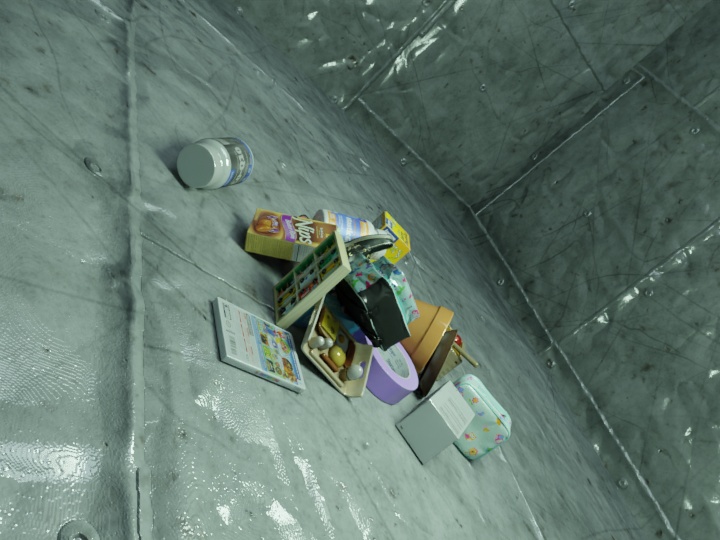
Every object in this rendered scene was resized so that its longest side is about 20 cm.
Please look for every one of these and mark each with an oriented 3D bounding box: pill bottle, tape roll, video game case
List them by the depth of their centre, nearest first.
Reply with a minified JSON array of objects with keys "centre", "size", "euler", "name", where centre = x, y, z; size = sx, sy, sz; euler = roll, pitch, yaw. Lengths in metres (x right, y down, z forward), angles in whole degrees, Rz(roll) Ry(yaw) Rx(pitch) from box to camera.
[{"centre":[-0.190,0.142,1.148],"size":[0.199,0.018,0.144],"euler":[34,24,-41],"name":"video game case"},{"centre":[-0.334,-0.248,1.408],"size":[0.114,0.113,0.200],"euler":[49,19,-2],"name":"pill bottle"},{"centre":[0.055,0.225,1.497],"size":[0.200,0.065,0.201],"euler":[45,18,-19],"name":"tape roll"},{"centre":[-0.030,-0.088,1.619],"size":[0.197,0.113,0.113],"euler":[12,35,-25],"name":"pill bottle"}]

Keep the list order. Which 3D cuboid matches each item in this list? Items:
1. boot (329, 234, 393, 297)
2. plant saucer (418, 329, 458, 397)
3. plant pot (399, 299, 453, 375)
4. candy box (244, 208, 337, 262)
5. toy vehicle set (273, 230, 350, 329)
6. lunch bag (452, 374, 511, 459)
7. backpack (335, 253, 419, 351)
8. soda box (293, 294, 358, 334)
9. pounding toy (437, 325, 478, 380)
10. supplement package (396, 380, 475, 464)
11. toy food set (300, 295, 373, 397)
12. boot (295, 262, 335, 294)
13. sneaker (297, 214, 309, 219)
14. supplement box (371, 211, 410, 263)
[{"centre":[-0.001,0.001,1.518],"size":[0.074,0.200,0.156],"euler":[94,-18,-72],"name":"boot"},{"centre":[0.204,0.243,1.645],"size":[0.036,0.203,0.200],"euler":[26,17,7],"name":"plant saucer"},{"centre":[0.144,0.165,1.653],"size":[0.139,0.202,0.200],"euler":[30,17,6],"name":"plant pot"},{"centre":[-0.157,-0.076,1.408],"size":[0.197,0.057,0.117],"euler":[13,34,-4],"name":"candy box"},{"centre":[-0.107,0.020,1.291],"size":[0.026,0.200,0.125],"euler":[37,20,-32],"name":"toy vehicle set"},{"centre":[0.297,0.386,1.608],"size":[0.201,0.160,0.077],"euler":[49,19,0],"name":"lunch bag"},{"centre":[0.027,0.057,1.350],"size":[0.199,0.150,0.179],"euler":[32,-29,55],"name":"backpack"},{"centre":[-0.081,0.101,1.405],"size":[0.199,0.068,0.065],"euler":[27,31,-51],"name":"soda box"},{"centre":[0.249,0.224,1.835],"size":[0.185,0.142,0.200],"euler":[49,18,-1],"name":"pounding toy"},{"centre":[0.184,0.360,1.465],"size":[0.110,0.114,0.199],"euler":[53,19,11],"name":"supplement package"},{"centre":[-0.042,0.156,1.297],"size":[0.201,0.060,0.145],"euler":[53,35,-31],"name":"toy food set"},{"centre":[-0.106,-0.023,1.462],"size":[0.072,0.089,0.203],"euler":[27,47,-52],"name":"boot"},{"centre":[-0.171,-0.078,1.566],"size":[0.087,0.073,0.200],"euler":[58,24,-10],"name":"sneaker"},{"centre":[0.038,-0.055,1.781],"size":[0.109,0.200,0.109],"euler":[43,20,-18],"name":"supplement box"}]
